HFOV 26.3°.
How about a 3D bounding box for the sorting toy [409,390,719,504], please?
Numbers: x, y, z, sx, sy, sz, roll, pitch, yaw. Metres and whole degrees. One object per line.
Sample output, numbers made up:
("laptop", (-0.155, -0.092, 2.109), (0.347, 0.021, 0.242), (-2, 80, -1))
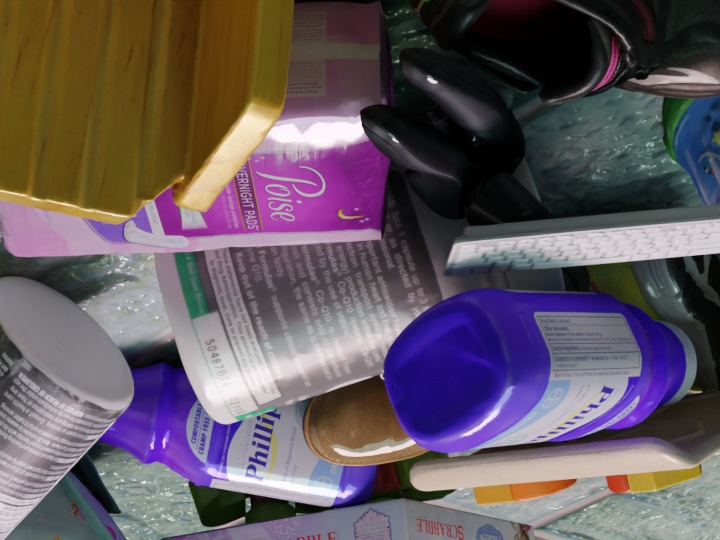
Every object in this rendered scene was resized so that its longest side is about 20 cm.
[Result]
("sorting toy", (0.157, 0.107, 0.932), (0.185, 0.037, 0.200), (-12, 179, 39))

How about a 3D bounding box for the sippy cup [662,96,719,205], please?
("sippy cup", (0.239, -0.044, 0.807), (0.139, 0.131, 0.178), (-22, 148, 22))

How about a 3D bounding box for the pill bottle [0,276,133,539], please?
("pill bottle", (-0.233, 0.107, 0.896), (0.200, 0.106, 0.106), (-46, 139, 14))

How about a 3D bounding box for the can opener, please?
("can opener", (0.045, -0.060, 0.681), (0.078, 0.064, 0.200), (27, 178, 20))

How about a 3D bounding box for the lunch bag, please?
("lunch bag", (-0.215, 0.186, 1.028), (0.122, 0.200, 0.170), (-32, 155, -12))

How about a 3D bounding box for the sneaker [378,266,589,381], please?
("sneaker", (0.037, 0.035, 0.909), (0.200, 0.079, 0.075), (-18, 128, 34))

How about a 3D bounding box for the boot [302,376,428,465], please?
("boot", (0.061, 0.077, 0.964), (0.199, 0.074, 0.075), (-15, -176, -3))

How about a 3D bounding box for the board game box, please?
("board game box", (-0.005, 0.205, 1.096), (0.199, 0.041, 0.200), (-14, 160, 27))

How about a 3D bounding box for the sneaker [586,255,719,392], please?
("sneaker", (0.179, 0.022, 0.971), (0.090, 0.078, 0.200), (-5, 151, 23))

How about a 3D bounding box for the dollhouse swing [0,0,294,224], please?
("dollhouse swing", (-0.098, -0.132, 0.547), (0.200, 0.182, 0.176), (12, 164, -31))

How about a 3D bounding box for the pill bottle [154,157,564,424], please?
("pill bottle", (0.000, 0.000, 0.824), (0.199, 0.113, 0.113), (-18, 149, 3))

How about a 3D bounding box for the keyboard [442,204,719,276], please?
("keyboard", (0.139, -0.015, 0.703), (0.199, 0.011, 0.056), (-5, 159, -4))

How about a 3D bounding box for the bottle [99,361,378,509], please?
("bottle", (-0.086, 0.101, 1.008), (0.199, 0.084, 0.065), (12, 175, -10))

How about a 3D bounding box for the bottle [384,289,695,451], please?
("bottle", (0.101, 0.049, 0.774), (0.083, 0.065, 0.200), (-36, 156, 32))

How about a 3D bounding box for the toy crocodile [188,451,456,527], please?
("toy crocodile", (-0.027, 0.155, 1.132), (0.199, 0.068, 0.062), (-2, 149, -11))

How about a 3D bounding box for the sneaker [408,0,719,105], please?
("sneaker", (0.104, -0.105, 0.709), (0.200, 0.084, 0.077), (8, 139, -27))

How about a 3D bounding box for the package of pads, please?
("package of pads", (-0.083, -0.064, 0.725), (0.199, 0.076, 0.121), (-2, 151, 1))
